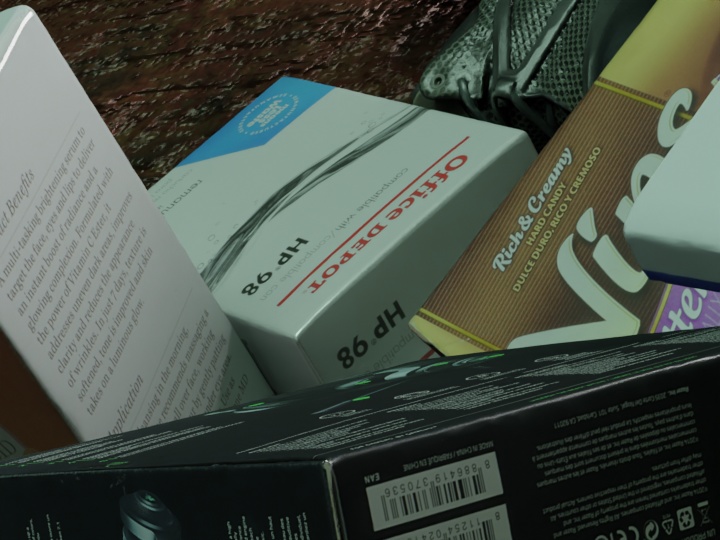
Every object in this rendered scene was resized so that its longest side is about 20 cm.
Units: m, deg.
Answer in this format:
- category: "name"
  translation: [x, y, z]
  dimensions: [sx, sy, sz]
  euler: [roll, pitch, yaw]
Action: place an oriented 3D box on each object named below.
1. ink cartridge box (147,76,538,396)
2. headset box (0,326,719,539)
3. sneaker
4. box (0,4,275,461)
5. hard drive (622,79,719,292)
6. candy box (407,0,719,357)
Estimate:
- category: "ink cartridge box"
  translation: [0.000, 0.000, 0.906]
  dimensions: [0.116, 0.067, 0.200]
  euler: [-42, 30, -20]
- category: "headset box"
  translation: [0.007, 0.077, 0.646]
  dimensions: [0.173, 0.093, 0.199]
  euler: [-12, 2, -38]
- category: "sneaker"
  translation: [0.087, -0.054, 0.907]
  dimensions: [0.114, 0.076, 0.200]
  euler: [-40, 35, 13]
- category: "box"
  translation: [-0.134, 0.040, 0.832]
  dimensions: [0.151, 0.201, 0.107]
  euler: [-16, 32, 27]
- category: "hard drive"
  translation: [0.178, -0.037, 0.629]
  dimensions: [0.199, 0.025, 0.132]
  euler: [11, 54, 44]
- category: "candy box"
  translation: [0.117, -0.024, 0.759]
  dimensions: [0.200, 0.056, 0.117]
  euler: [-51, 43, 3]
